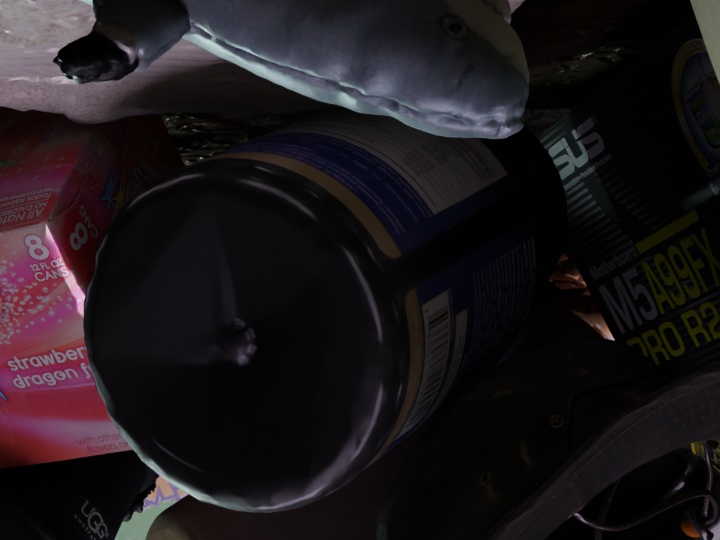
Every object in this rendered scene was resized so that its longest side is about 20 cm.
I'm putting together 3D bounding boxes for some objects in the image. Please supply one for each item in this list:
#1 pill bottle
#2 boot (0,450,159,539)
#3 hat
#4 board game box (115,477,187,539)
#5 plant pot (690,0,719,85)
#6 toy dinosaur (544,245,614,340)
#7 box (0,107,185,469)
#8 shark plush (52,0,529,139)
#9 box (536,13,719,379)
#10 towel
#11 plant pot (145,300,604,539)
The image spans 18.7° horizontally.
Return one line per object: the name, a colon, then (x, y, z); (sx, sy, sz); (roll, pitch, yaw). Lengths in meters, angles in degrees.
pill bottle: (0.000, 0.000, 0.751); (0.111, 0.113, 0.200); (-11, -172, 27)
boot: (-0.137, 0.067, 0.855); (0.199, 0.077, 0.168); (-5, -147, 41)
hat: (0.059, 0.078, 0.715); (0.200, 0.081, 0.201); (-32, 150, -21)
board game box: (-0.118, 0.050, 0.944); (0.095, 0.201, 0.030); (-7, -150, 9)
plant pot: (0.160, -0.045, 0.495); (0.185, 0.202, 0.187); (-4, 168, -1)
toy dinosaur: (0.097, 0.003, 0.943); (0.135, 0.102, 0.200); (-1, 135, 42)
box: (-0.158, 0.008, 0.784); (0.198, 0.095, 0.103); (-10, 125, 23)
shark plush: (-0.055, -0.081, 0.523); (0.198, 0.084, 0.091); (12, 146, -22)
box: (0.141, -0.006, 0.774); (0.044, 0.161, 0.200); (-26, 177, -20)
towel: (-0.047, -0.078, 0.661); (0.198, 0.035, 0.133); (-3, 169, -12)
plant pot: (0.015, 0.125, 0.844); (0.173, 0.202, 0.200); (-12, 173, -26)
